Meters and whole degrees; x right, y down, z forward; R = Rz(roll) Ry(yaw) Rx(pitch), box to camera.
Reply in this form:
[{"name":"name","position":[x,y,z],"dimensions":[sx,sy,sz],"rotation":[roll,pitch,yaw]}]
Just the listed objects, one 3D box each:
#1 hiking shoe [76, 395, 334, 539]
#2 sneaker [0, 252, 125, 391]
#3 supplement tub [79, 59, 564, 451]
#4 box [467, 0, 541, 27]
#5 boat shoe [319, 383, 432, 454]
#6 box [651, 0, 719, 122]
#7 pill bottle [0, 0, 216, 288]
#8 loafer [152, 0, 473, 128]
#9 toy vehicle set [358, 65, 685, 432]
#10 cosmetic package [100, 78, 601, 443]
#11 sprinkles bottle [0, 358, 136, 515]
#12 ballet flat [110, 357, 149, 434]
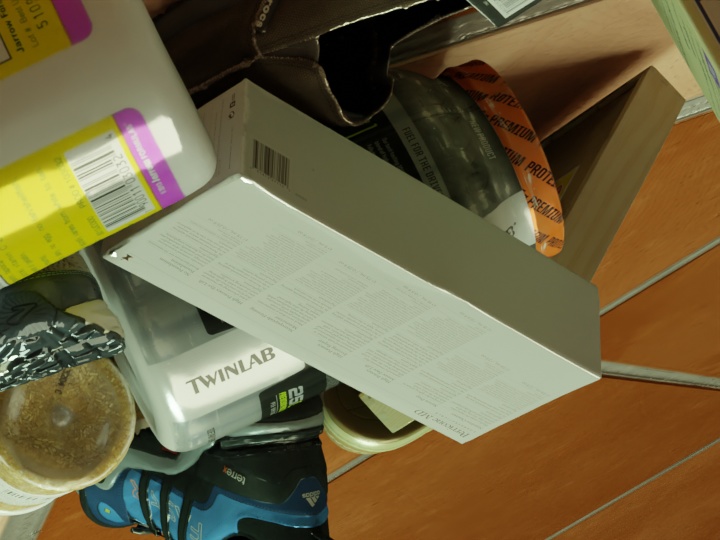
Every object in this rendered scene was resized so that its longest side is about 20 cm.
[{"name":"hiking shoe","position":[-0.083,0.117,1.285],"dimensions":[0.074,0.087,0.200],"rotation":[-6,171,-32]},{"name":"sneaker","position":[-0.141,0.001,1.006],"dimensions":[0.077,0.087,0.200],"rotation":[-17,-177,-9]},{"name":"supplement tub","position":[-0.019,-0.012,1.153],"dimensions":[0.200,0.123,0.123],"rotation":[-24,164,-10]},{"name":"box","position":[0.006,-0.149,0.788],"dimensions":[0.035,0.110,0.200],"rotation":[-30,164,11]},{"name":"boat shoe","position":[0.030,0.037,1.350],"dimensions":[0.063,0.073,0.201],"rotation":[-63,178,41]},{"name":"box","position":[0.168,-0.109,1.005],"dimensions":[0.097,0.200,0.176],"rotation":[-28,163,6]},{"name":"pill bottle","position":[-0.157,-0.035,0.896],"dimensions":[0.200,0.104,0.104],"rotation":[-26,164,-2]},{"name":"loafer","position":[-0.028,-0.082,1.010],"dimensions":[0.200,0.071,0.073],"rotation":[-38,161,34]},{"name":"toy vehicle set","position":[0.081,-0.013,1.285],"dimensions":[0.124,0.027,0.200],"rotation":[-35,-165,39]},{"name":"cosmetic package","position":[0.000,0.000,1.042],"dimensions":[0.200,0.051,0.082],"rotation":[29,136,-35]},{"name":"sprinkles bottle","position":[-0.154,0.077,1.228],"dimensions":[0.068,0.068,0.200],"rotation":[-22,178,-17]},{"name":"ballet flat","position":[-0.129,0.094,1.415],"dimensions":[0.069,0.063,0.200],"rotation":[-27,164,1]}]
